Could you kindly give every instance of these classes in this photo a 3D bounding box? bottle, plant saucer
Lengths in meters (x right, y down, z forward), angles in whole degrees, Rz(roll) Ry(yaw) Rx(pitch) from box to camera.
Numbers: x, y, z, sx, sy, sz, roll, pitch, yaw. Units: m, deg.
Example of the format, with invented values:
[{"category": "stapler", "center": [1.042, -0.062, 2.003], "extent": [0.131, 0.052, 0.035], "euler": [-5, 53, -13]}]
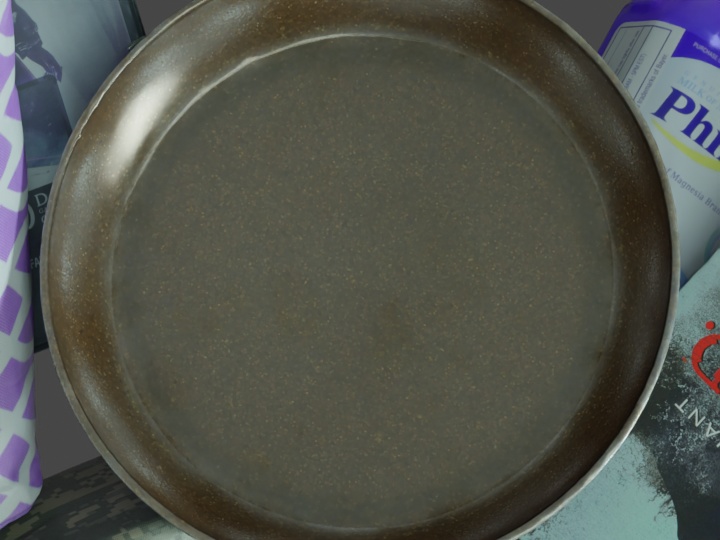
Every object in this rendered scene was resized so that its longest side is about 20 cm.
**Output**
[{"category": "bottle", "center": [0.117, -0.056, 1.016], "extent": [0.083, 0.065, 0.201], "euler": [37, 75, -25]}, {"category": "plant saucer", "center": [0.000, 0.000, 0.948], "extent": [0.199, 0.032, 0.201], "euler": [-1, 75, 3]}]

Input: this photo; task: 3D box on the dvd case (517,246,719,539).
[{"category": "dvd case", "center": [0.146, 0.058, 0.932], "extent": [0.200, 0.022, 0.146], "euler": [-47, 69, 8]}]

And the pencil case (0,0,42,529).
[{"category": "pencil case", "center": [-0.148, -0.012, 0.954], "extent": [0.085, 0.084, 0.201], "euler": [2, 108, 12]}]

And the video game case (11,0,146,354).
[{"category": "video game case", "center": [-0.140, -0.062, 0.994], "extent": [0.142, 0.019, 0.201], "euler": [-21, 114, -13]}]

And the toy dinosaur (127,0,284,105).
[{"category": "toy dinosaur", "center": [0.017, -0.048, 1.044], "extent": [0.102, 0.077, 0.200], "euler": [-39, 118, 7]}]

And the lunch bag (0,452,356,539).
[{"category": "lunch bag", "center": [-0.034, 0.156, 1.012], "extent": [0.163, 0.118, 0.201], "euler": [-21, 106, -17]}]
